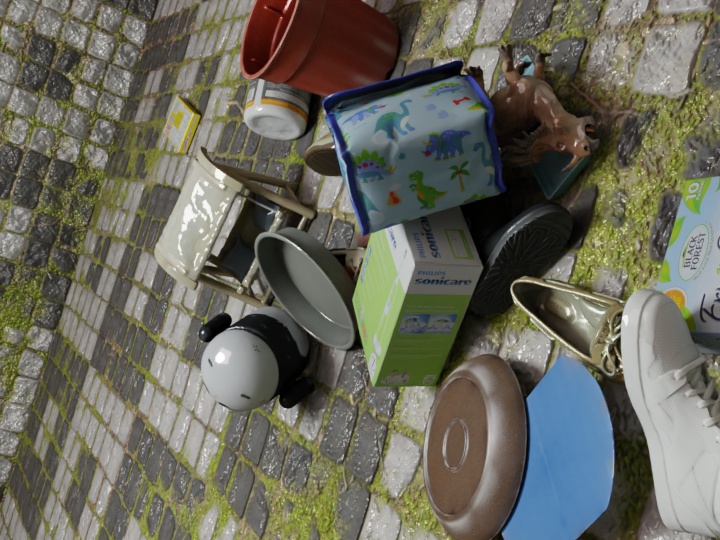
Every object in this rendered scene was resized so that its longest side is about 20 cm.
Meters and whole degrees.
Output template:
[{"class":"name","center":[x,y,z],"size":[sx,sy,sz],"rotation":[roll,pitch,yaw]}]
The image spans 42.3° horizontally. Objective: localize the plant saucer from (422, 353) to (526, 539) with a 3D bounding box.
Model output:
[{"class":"plant saucer","center":[0.111,0.186,0.986],"size":[0.200,0.032,0.203],"rotation":[-169,90,-72]}]

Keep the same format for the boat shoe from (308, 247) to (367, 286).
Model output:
[{"class":"boat shoe","center":[0.000,0.000,1.268],"size":[0.199,0.062,0.072],"rotation":[9,98,57]}]

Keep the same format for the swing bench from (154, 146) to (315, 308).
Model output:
[{"class":"swing bench","center":[-0.215,-0.068,1.559],"size":[0.201,0.198,0.130],"rotation":[-62,31,17]}]

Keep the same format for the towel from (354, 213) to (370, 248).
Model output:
[{"class":"towel","center":[0.049,-0.116,1.308],"size":[0.200,0.023,0.145],"rotation":[-41,42,44]}]

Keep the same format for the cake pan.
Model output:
[{"class":"cake pan","center":[-0.068,0.021,1.294],"size":[0.037,0.202,0.199],"rotation":[-40,18,-25]}]

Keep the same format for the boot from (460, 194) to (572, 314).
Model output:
[{"class":"boot","center":[0.157,-0.077,1.058],"size":[0.165,0.065,0.202],"rotation":[-51,32,38]}]

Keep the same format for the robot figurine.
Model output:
[{"class":"robot figurine","center":[-0.150,0.128,1.366],"size":[0.148,0.200,0.127],"rotation":[-1,105,22]}]

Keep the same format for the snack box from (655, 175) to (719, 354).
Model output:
[{"class":"snack box","center":[0.326,-0.007,0.715],"size":[0.199,0.053,0.144],"rotation":[-4,62,60]}]

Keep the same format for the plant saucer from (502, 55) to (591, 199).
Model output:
[{"class":"plant saucer","center":[0.207,-0.165,1.063],"size":[0.070,0.019,0.201],"rotation":[-53,35,31]}]

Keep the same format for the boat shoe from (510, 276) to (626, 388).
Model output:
[{"class":"boat shoe","center":[0.218,0.054,0.873],"size":[0.074,0.063,0.201],"rotation":[-65,31,10]}]

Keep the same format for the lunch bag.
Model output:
[{"class":"lunch bag","center":[0.052,-0.152,1.028],"size":[0.201,0.168,0.129],"rotation":[-106,1,-59]}]

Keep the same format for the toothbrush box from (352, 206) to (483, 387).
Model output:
[{"class":"toothbrush box","center":[0.060,0.017,1.090],"size":[0.147,0.085,0.202],"rotation":[-105,22,-45]}]

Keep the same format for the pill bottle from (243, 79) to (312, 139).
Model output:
[{"class":"pill bottle","center":[-0.138,-0.347,1.667],"size":[0.116,0.115,0.203],"rotation":[-16,60,56]}]

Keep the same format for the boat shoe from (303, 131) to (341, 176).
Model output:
[{"class":"boat shoe","center":[-0.011,-0.202,1.429],"size":[0.199,0.071,0.077],"rotation":[-11,50,50]}]

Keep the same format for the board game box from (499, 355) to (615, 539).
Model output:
[{"class":"board game box","center":[0.191,0.186,0.873],"size":[0.159,0.038,0.201],"rotation":[-100,29,-44]}]

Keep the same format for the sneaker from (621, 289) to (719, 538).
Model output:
[{"class":"sneaker","center":[0.269,0.109,0.694],"size":[0.115,0.073,0.203],"rotation":[-3,108,56]}]

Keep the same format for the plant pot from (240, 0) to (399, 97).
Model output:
[{"class":"plant pot","center":[-0.057,-0.359,1.449],"size":[0.200,0.193,0.203],"rotation":[-36,45,47]}]

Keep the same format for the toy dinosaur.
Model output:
[{"class":"toy dinosaur","center":[0.171,-0.168,1.034],"size":[0.200,0.085,0.138],"rotation":[177,89,-71]}]

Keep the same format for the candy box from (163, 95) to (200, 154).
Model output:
[{"class":"candy box","center":[-0.444,-0.362,2.303],"size":[0.103,0.026,0.200],"rotation":[-68,29,14]}]
